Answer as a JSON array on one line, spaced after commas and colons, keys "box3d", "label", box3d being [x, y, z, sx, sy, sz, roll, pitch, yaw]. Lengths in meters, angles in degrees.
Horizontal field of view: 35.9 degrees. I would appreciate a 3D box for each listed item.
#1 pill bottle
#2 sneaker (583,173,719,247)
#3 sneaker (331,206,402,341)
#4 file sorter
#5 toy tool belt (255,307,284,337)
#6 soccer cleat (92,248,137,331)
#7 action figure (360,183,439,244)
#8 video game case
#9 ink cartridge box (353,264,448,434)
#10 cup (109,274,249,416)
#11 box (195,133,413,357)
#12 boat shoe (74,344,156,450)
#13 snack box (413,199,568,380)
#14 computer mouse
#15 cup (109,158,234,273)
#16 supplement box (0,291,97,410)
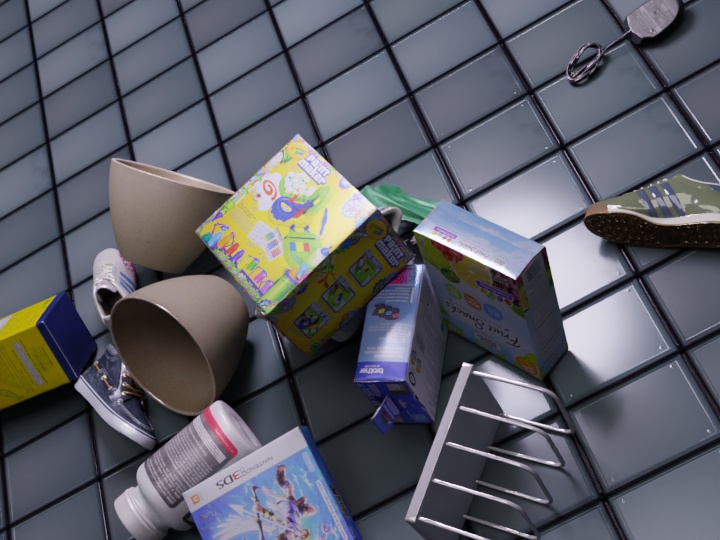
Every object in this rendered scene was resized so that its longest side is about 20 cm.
[{"box3d": [-0.234, 0.281, 1.513, 0.199, 0.111, 0.111, -40, 50, -1], "label": "pill bottle"}, {"box3d": [0.399, -0.084, 1.450, 0.198, 0.067, 0.091, 5, 55, 30], "label": "sneaker"}, {"box3d": [0.000, 0.000, 1.503, 0.080, 0.076, 0.202, -19, 46, 53], "label": "sneaker"}, {"box3d": [0.162, 0.240, 1.315, 0.123, 0.139, 0.202, 10, 65, 29], "label": "file sorter"}, {"box3d": [-0.048, 0.025, 1.584, 0.199, 0.126, 0.122, -32, 52, -32], "label": "toy tool belt"}, {"box3d": [-0.397, 0.023, 1.782, 0.069, 0.086, 0.201, -33, 50, 5], "label": "soccer cleat"}, {"box3d": [0.101, -0.068, 1.584, 0.198, 0.055, 0.118, 25, 28, 23], "label": "action figure"}, {"box3d": [-0.105, 0.329, 1.406, 0.180, 0.045, 0.202, -30, 76, 8], "label": "video game case"}, {"box3d": [0.055, 0.111, 1.451, 0.075, 0.137, 0.202, -3, 59, 21], "label": "ink cartridge box"}, {"box3d": [-0.243, 0.086, 1.612, 0.198, 0.202, 0.143, 13, 39, 33], "label": "cup"}, {"box3d": [-0.075, -0.035, 1.447, 0.192, 0.122, 0.200, -43, 49, -2], "label": "box"}, {"box3d": [-0.351, 0.184, 1.662, 0.199, 0.071, 0.091, 32, 82, 41], "label": "boat shoe"}, {"box3d": [0.167, 0.026, 1.404, 0.168, 0.201, 0.068, 28, 64, 39], "label": "snack box"}, {"box3d": [0.390, -0.339, 1.642, 0.199, 0.034, 0.059, -33, 67, 12], "label": "computer mouse"}, {"box3d": [-0.309, -0.079, 1.746, 0.199, 0.199, 0.145, 19, 97, 35], "label": "cup"}, {"box3d": [-0.535, 0.135, 1.746, 0.198, 0.110, 0.109, -22, 21, 14], "label": "supplement box"}]
